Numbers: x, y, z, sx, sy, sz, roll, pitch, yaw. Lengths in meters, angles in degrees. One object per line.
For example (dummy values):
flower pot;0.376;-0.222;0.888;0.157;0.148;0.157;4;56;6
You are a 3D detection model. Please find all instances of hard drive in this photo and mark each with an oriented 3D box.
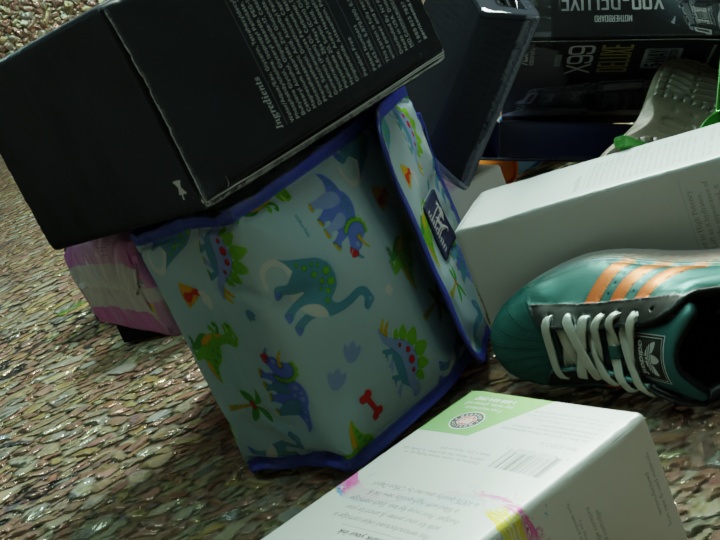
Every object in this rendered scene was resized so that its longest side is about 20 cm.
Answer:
hard drive;0.064;-0.140;1.044;0.042;0.136;0.200;19;14;-13

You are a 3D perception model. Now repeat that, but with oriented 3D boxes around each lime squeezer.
lime squeezer;0.218;-0.093;0.947;0.037;0.071;0.200;4;31;34

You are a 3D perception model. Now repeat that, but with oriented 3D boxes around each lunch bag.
lunch bag;-0.006;0.000;0.899;0.127;0.171;0.200;-9;20;46

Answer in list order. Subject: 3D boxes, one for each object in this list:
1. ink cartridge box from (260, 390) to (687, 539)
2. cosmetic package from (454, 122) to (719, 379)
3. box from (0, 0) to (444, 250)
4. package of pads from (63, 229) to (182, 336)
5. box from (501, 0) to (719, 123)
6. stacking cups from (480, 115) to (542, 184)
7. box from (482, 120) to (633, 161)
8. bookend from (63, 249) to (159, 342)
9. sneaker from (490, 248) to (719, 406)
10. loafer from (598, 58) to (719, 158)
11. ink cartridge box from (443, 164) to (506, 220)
ink cartridge box;0.025;0.130;0.624;0.199;0.068;0.117;-31;19;-31
cosmetic package;0.166;-0.016;0.854;0.199;0.102;0.074;-14;17;23
box;-0.095;-0.118;0.890;0.196;0.125;0.199;-37;16;-34
package of pads;-0.084;-0.033;0.984;0.199;0.076;0.120;-32;21;-27
box;0.185;-0.163;1.133;0.156;0.050;0.200;0;-11;3
stacking cups;0.125;-0.098;1.265;0.060;0.061;0.200;-3;28;49
box;0.126;-0.099;1.156;0.199;0.033;0.121;-3;5;-30
bookend;-0.188;-0.011;1.323;0.199;0.093;0.199;-15;18;28
sneaker;0.149;0.031;0.775;0.199;0.072;0.080;-11;15;31
loafer;0.201;-0.062;1.018;0.075;0.069;0.200;24;51;16
ink cartridge box;0.000;0.000;1.052;0.199;0.083;0.146;-29;16;-21
